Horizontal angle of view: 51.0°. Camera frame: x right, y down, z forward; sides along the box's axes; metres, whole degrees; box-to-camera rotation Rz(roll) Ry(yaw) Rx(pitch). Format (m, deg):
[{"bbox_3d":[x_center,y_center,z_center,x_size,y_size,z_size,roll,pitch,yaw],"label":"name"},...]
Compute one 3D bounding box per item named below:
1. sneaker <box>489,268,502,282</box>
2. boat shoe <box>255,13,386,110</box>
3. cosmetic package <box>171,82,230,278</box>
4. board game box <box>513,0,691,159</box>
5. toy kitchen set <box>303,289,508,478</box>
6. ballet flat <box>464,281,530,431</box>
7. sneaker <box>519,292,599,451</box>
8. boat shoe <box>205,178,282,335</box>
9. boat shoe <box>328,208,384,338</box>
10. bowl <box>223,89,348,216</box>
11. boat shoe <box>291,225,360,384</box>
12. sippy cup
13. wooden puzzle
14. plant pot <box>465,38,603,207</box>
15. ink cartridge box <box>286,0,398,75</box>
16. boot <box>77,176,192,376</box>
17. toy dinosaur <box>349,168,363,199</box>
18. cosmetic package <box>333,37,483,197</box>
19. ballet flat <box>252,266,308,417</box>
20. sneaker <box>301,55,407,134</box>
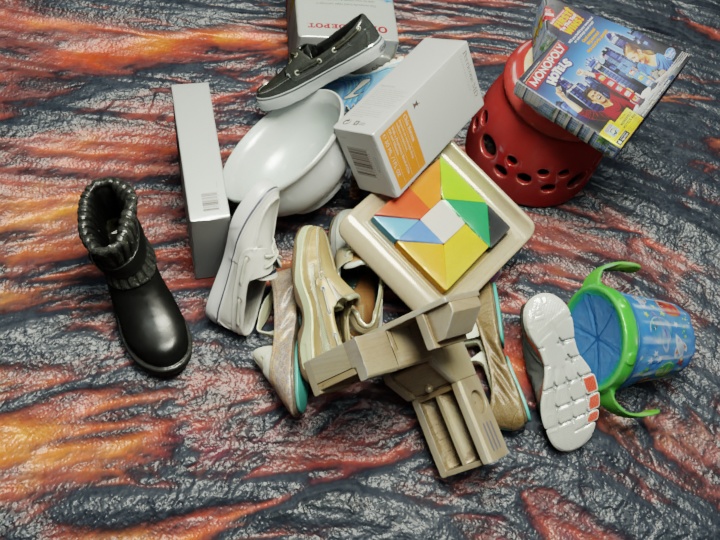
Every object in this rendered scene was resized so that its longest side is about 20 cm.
[{"bbox_3d":[0.109,-0.059,1.039,0.199,0.081,0.089,26,55,-1],"label":"sneaker"},{"bbox_3d":[-0.063,-0.281,1.019,0.199,0.057,0.069,-22,33,20],"label":"boat shoe"},{"bbox_3d":[-0.203,-0.112,0.967,0.051,0.151,0.201,-8,64,-12],"label":"cosmetic package"},{"bbox_3d":[0.284,-0.254,0.967,0.200,0.062,0.200,37,64,13],"label":"board game box"},{"bbox_3d":[0.084,0.135,0.818,0.200,0.163,0.181,-6,71,-52],"label":"toy kitchen set"},{"bbox_3d":[0.160,0.110,0.972,0.072,0.068,0.201,-13,69,6],"label":"ballet flat"},{"bbox_3d":[0.248,0.127,0.966,0.077,0.082,0.201,-9,89,-6],"label":"sneaker"},{"bbox_3d":[-0.128,-0.011,0.913,0.066,0.201,0.072,29,19,14],"label":"boat shoe"},{"bbox_3d":[0.000,0.000,0.990,0.074,0.068,0.201,-4,64,-12],"label":"boat shoe"},{"bbox_3d":[-0.083,-0.140,1.013,0.200,0.090,0.202,-25,39,22],"label":"bowl"},{"bbox_3d":[-0.034,0.036,0.918,0.076,0.072,0.201,-13,73,23],"label":"boat shoe"},{"bbox_3d":[0.351,0.088,0.976,0.130,0.179,0.140,3,21,-19],"label":"sippy cup"},{"bbox_3d":[0.101,-0.055,0.966,0.200,0.037,0.185,-43,85,-17],"label":"wooden puzzle"},{"bbox_3d":[0.267,-0.220,1.085,0.199,0.183,0.201,3,62,-5],"label":"plant pot"},{"bbox_3d":[-0.034,-0.370,1.129,0.145,0.145,0.201,0,63,-10],"label":"ink cartridge box"},{"bbox_3d":[-0.266,0.010,0.889,0.079,0.158,0.212,-24,69,-20],"label":"boot"},{"bbox_3d":[0.048,-0.169,1.087,0.135,0.102,0.201,22,76,24],"label":"toy dinosaur"},{"bbox_3d":[0.066,-0.198,0.963,0.071,0.102,0.200,19,57,41],"label":"cosmetic package"},{"bbox_3d":[-0.097,0.088,0.940,0.067,0.068,0.201,-5,57,10],"label":"ballet flat"},{"bbox_3d":[0.000,-0.235,1.060,0.199,0.079,0.090,-21,33,17],"label":"sneaker"}]
